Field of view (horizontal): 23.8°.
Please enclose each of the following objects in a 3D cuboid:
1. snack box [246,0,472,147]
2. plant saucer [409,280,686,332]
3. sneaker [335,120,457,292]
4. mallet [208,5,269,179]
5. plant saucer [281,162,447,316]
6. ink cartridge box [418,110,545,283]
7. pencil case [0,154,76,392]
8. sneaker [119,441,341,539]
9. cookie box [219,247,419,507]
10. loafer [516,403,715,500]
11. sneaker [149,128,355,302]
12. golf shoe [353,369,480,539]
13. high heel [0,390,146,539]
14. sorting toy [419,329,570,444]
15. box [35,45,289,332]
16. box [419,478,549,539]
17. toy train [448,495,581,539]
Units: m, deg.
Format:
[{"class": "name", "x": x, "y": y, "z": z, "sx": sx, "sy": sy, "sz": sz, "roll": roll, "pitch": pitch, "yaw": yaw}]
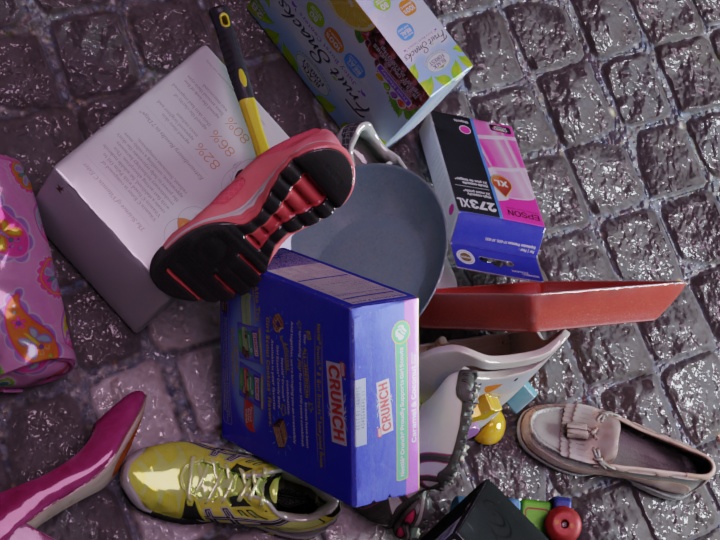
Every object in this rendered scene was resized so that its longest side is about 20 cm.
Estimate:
[{"class": "snack box", "x": -0.004, "y": -0.224, "z": 1.627, "sx": 0.067, "sy": 0.169, "sz": 0.201, "roll": -36, "pitch": 88, "yaw": -27}, {"class": "plant saucer", "x": 0.161, "y": 0.032, "z": 1.560, "sx": 0.199, "sy": 0.199, "sz": 0.037, "roll": -5, "pitch": 93, "yaw": -37}, {"class": "sneaker", "x": 0.032, "y": -0.047, "z": 1.628, "sx": 0.076, "sy": 0.080, "sz": 0.201, "roll": -35, "pitch": 91, "yaw": -32}, {"class": "mallet", "x": -0.107, "y": -0.141, "z": 1.508, "sx": 0.065, "sy": 0.041, "sz": 0.201, "roll": -17, "pitch": 74, "yaw": -26}, {"class": "plant saucer", "x": 0.000, "y": 0.000, "z": 1.559, "sx": 0.039, "sy": 0.199, "sz": 0.203, "roll": 37, "pitch": 52, "yaw": -49}, {"class": "ink cartridge box", "x": 0.120, "y": -0.074, "z": 1.658, "sx": 0.094, "sy": 0.037, "sz": 0.201, "roll": 10, "pitch": 43, "yaw": -21}, {"class": "pencil case", "x": -0.305, "y": 0.001, "z": 1.459, "sx": 0.087, "sy": 0.087, "sz": 0.202, "roll": -12, "pitch": 76, "yaw": -27}, {"class": "sneaker", "x": -0.108, "y": 0.183, "z": 1.479, "sx": 0.198, "sy": 0.076, "sz": 0.076, "roll": 10, "pitch": 69, "yaw": -19}, {"class": "cookie box", "x": -0.037, "y": 0.085, "z": 1.440, "sx": 0.075, "sy": 0.199, "sz": 0.173, "roll": -11, "pitch": 109, "yaw": -34}, {"class": "loafer", "x": 0.250, "y": 0.168, "z": 1.652, "sx": 0.198, "sy": 0.063, "sz": 0.073, "roll": 19, "pitch": 65, "yaw": -17}, {"class": "sneaker", "x": -0.089, "y": -0.047, "z": 1.430, "sx": 0.074, "sy": 0.199, "sz": 0.087, "roll": 50, "pitch": 12, "yaw": -26}, {"class": "golf shoe", "x": 0.043, "y": 0.157, "z": 1.491, "sx": 0.087, "sy": 0.201, "sz": 0.077, "roll": 22, "pitch": 39, "yaw": -4}, {"class": "high heel", "x": -0.260, "y": 0.165, "z": 1.435, "sx": 0.095, "sy": 0.067, "sz": 0.201, "roll": 30, "pitch": 63, "yaw": 3}, {"class": "sorting toy", "x": 0.100, "y": 0.091, "z": 1.547, "sx": 0.198, "sy": 0.180, "sz": 0.108, "roll": -6, "pitch": 73, "yaw": -25}, {"class": "box", "x": -0.170, "y": -0.073, "z": 1.531, "sx": 0.152, "sy": 0.106, "sz": 0.200, "roll": 48, "pitch": 59, "yaw": -2}, {"class": "box", "x": 0.117, "y": 0.312, "z": 1.456, "sx": 0.200, "sy": 0.149, "sz": 0.124, "roll": 45, "pitch": 23, "yaw": 1}, {"class": "toy train", "x": 0.132, "y": 0.303, "z": 1.548, "sx": 0.114, "sy": 0.085, "sz": 0.202, "roll": 7, "pitch": 75, "yaw": -4}]
